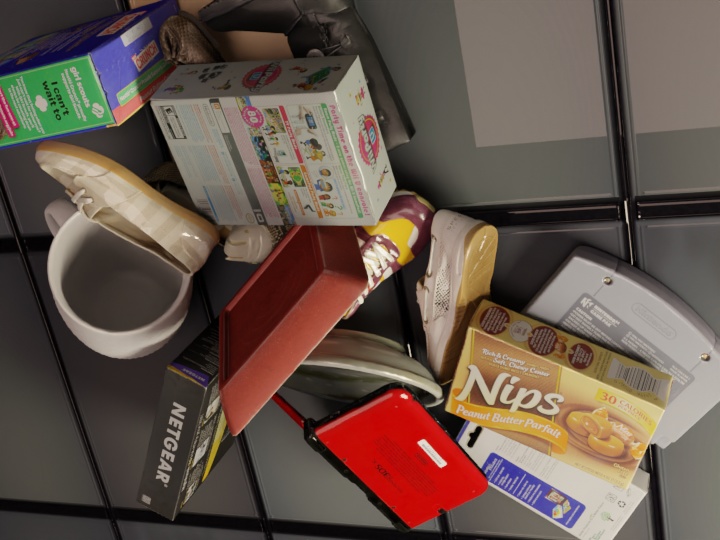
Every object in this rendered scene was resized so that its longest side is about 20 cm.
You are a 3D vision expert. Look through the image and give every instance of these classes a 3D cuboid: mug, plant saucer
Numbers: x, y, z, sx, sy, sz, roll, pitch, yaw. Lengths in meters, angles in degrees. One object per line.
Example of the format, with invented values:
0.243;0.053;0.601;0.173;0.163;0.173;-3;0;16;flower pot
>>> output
-0.274;0.003;1.106;0.200;0.147;0.176;45;160;7;mug
-0.007;0.100;1.064;0.197;0.200;0.051;2;71;22;plant saucer
-0.079;0.032;0.989;0.037;0.201;0.200;35;106;-22;plant saucer

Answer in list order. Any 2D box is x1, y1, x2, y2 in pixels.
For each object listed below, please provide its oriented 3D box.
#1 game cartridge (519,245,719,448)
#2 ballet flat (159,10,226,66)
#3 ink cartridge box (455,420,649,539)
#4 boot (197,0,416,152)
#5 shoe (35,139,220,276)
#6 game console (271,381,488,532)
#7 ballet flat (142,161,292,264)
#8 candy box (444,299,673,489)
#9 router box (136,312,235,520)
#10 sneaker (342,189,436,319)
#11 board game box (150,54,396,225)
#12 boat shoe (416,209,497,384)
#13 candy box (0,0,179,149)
0.262;0.072;0.990;0.199;0.041;0.134;38;126;2;game cartridge
-0.128;-0.169;1.008;0.200;0.046;0.067;49;155;-17;ballet flat
0.198;0.210;1.083;0.198;0.039;0.100;30;123;6;ink cartridge box
-0.052;-0.193;0.984;0.163;0.066;0.202;-12;117;35;boot
-0.234;-0.062;0.993;0.198;0.054;0.070;30;159;-11;shoe
0.016;0.178;1.089;0.171;0.120;0.200;-29;127;16;game console
-0.151;-0.050;1.082;0.198;0.075;0.068;28;121;8;ballet flat
0.191;0.121;0.992;0.198;0.055;0.117;23;129;14;candy box
-0.178;0.157;1.147;0.052;0.157;0.202;24;121;9;router box
0.000;0.000;1.025;0.075;0.091;0.199;38;129;-19;sneaker
-0.081;-0.119;0.956;0.197;0.065;0.149;3;132;26;board game box
0.090;0.025;1.027;0.069;0.070;0.202;32;133;31;boat shoe
-0.290;-0.195;1.014;0.197;0.170;0.078;-8;117;26;candy box
